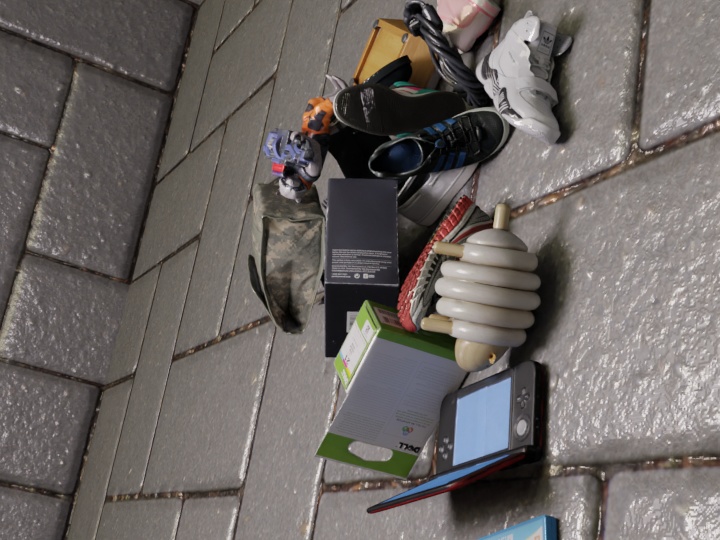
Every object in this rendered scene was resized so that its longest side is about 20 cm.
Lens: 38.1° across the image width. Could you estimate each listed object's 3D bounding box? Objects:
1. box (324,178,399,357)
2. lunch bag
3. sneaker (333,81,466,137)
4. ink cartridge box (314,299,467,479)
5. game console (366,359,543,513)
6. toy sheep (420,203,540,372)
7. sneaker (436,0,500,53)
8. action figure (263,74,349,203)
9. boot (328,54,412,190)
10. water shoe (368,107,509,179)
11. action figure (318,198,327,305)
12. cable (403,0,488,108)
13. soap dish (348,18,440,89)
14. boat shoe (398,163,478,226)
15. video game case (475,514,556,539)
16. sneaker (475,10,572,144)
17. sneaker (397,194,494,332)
[{"bbox_3d":[0.000,0.000,1.502,0.201,0.103,0.183,93,179,-55],"label":"box"},{"bbox_3d":[-0.115,-0.017,1.607,0.164,0.116,0.202,-109,20,-66],"label":"lunch bag"},{"bbox_3d":[0.040,-0.237,1.519,0.121,0.198,0.084,-162,74,-67],"label":"sneaker"},{"bbox_3d":[0.034,0.158,1.354,0.201,0.147,0.076,-63,25,19],"label":"ink cartridge box"},{"bbox_3d":[0.107,0.194,1.207,0.200,0.118,0.174,-33,44,54],"label":"game console"},{"bbox_3d":[0.148,0.021,1.226,0.138,0.137,0.202,-159,76,-66],"label":"toy sheep"},{"bbox_3d":[0.140,-0.404,1.614,0.105,0.075,0.201,-56,32,21],"label":"sneaker"},{"bbox_3d":[-0.063,-0.187,1.531,0.195,0.104,0.200,-62,25,7],"label":"action figure"},{"bbox_3d":[0.039,-0.213,1.627,0.200,0.169,0.076,-37,3,13],"label":"boot"},{"bbox_3d":[0.107,-0.164,1.423,0.199,0.072,0.079,-19,7,21],"label":"water shoe"},{"bbox_3d":[-0.059,-0.023,1.746,0.119,0.101,0.201,-52,27,34],"label":"action figure"},{"bbox_3d":[0.132,-0.301,1.478,0.051,0.200,0.164,-39,73,5],"label":"cable"},{"bbox_3d":[0.060,-0.334,1.734,0.158,0.081,0.200,-66,26,13],"label":"soap dish"},{"bbox_3d":[0.113,-0.153,1.501,0.200,0.068,0.072,-53,30,37],"label":"boat shoe"},{"bbox_3d":[0.158,0.372,1.092,0.143,0.018,0.201,-41,38,51],"label":"video game case"},{"bbox_3d":[0.221,-0.252,1.329,0.115,0.075,0.201,-55,34,25],"label":"sneaker"},{"bbox_3d":[0.114,-0.003,1.317,0.201,0.082,0.078,-56,1,-24],"label":"sneaker"}]
